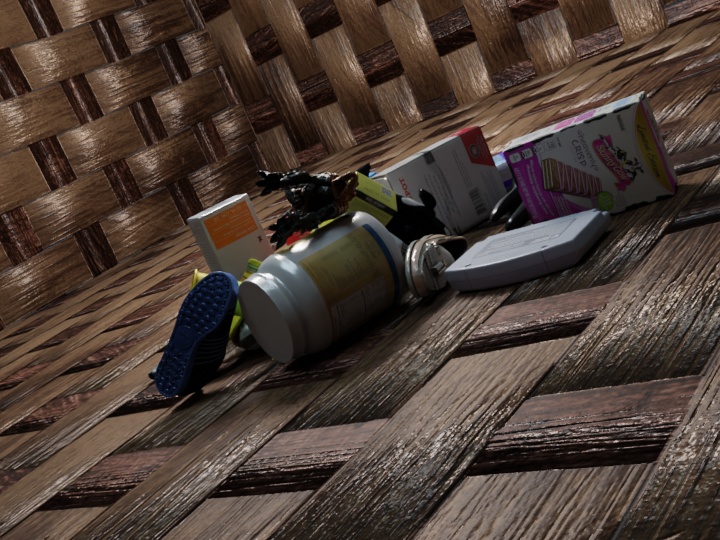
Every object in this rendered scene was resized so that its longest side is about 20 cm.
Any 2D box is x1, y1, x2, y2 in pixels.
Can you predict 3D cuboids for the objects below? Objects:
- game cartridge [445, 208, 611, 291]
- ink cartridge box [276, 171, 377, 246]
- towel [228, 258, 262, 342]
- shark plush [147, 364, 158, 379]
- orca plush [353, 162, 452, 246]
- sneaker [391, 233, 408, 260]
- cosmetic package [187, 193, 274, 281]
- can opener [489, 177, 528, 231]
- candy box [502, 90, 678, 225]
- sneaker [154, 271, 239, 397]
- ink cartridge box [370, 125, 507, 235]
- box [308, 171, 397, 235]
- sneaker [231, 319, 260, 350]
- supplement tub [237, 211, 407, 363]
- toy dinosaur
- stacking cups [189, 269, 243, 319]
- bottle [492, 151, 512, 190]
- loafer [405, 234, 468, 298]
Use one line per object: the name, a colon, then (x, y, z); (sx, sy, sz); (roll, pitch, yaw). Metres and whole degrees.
game cartridge: (0.213, -0.023, 1.308); (0.199, 0.041, 0.133); (-15, 12, 41)
ink cartridge box: (-0.058, -0.090, 1.722); (0.116, 0.068, 0.200); (-9, 21, 48)
towel: (-0.198, 0.073, 1.514); (0.201, 0.018, 0.086); (-60, 22, -9)
shark plush: (-0.280, 0.123, 1.700); (0.083, 0.091, 0.201); (-40, 19, 45)
orca plush: (0.070, -0.084, 1.533); (0.105, 0.200, 0.071); (-40, 23, 0)
sneaker: (0.000, 0.000, 1.579); (0.200, 0.080, 0.077); (-36, 37, 53)
cosmetic package: (-0.206, -0.019, 1.739); (0.101, 0.201, 0.071); (-29, 13, -23)
can opener: (0.253, -0.109, 1.587); (0.063, 0.079, 0.200); (20, 30, 12)
candy box: (0.312, -0.141, 1.374); (0.199, 0.137, 0.061); (-19, 14, 28)
sneaker: (-0.214, 0.087, 1.401); (0.201, 0.070, 0.078); (-58, -24, 17)
ink cartridge box: (0.129, -0.130, 1.676); (0.199, 0.148, 0.083); (-28, 11, -23)
box: (-0.030, -0.046, 1.489); (0.200, 0.075, 0.050); (-53, 23, 30)
sneaker: (-0.174, 0.080, 1.562); (0.079, 0.074, 0.200); (-39, 12, -11)
supplement tub: (-0.051, 0.023, 1.368); (0.199, 0.146, 0.144); (-31, 13, -28)
toy dinosaur: (-0.062, -0.102, 1.360); (0.135, 0.103, 0.200); (-11, -27, -31)
stacking cups: (-0.144, 0.042, 1.446); (0.198, 0.061, 0.060); (9, 6, -12)
bottle: (0.196, -0.149, 1.826); (0.199, 0.066, 0.084); (-25, 12, 0)
loafer: (0.109, -0.017, 1.419); (0.062, 0.073, 0.200); (-13, 11, 16)
